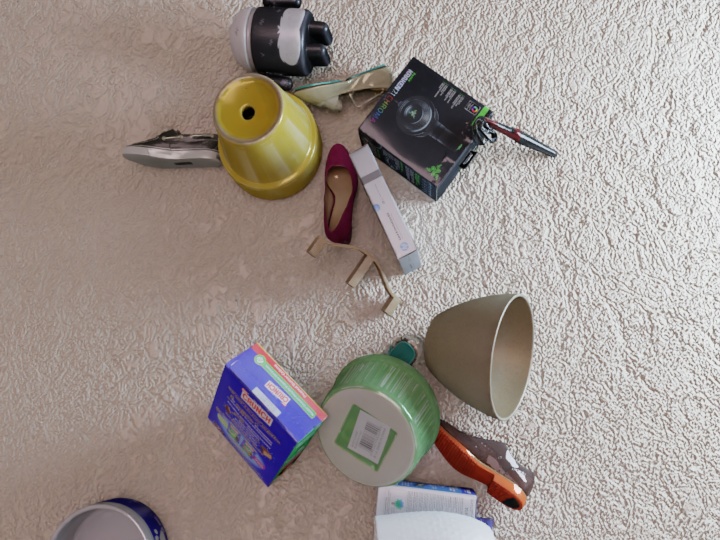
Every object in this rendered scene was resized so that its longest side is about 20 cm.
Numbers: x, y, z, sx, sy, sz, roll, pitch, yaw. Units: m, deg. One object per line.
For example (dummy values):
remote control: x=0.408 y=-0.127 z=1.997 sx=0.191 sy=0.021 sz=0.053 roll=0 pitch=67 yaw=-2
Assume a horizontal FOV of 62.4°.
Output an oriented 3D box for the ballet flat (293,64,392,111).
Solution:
ballet flat: x=-0.029 y=-0.343 z=1.148 sx=0.196 sy=0.070 sz=0.071 roll=-16 pitch=78 yaw=-4

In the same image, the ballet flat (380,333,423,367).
ballet flat: x=0.044 y=0.182 z=1.039 sx=0.200 sy=0.071 sz=0.072 roll=-46 pitch=76 yaw=26

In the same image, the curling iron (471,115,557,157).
curling iron: x=0.277 y=-0.233 z=1.069 sx=0.197 sy=0.025 sz=0.051 roll=9 pitch=95 yaw=-28

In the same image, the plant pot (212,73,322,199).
plant pot: x=-0.180 y=-0.254 z=1.089 sx=0.196 sy=0.189 sz=0.205 roll=-1 pitch=80 yaw=7

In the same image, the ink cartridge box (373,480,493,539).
ink cartridge box: x=0.121 y=0.429 z=0.985 sx=0.196 sy=0.076 sz=0.140 roll=5 pitch=81 yaw=8

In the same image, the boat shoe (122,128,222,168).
boat shoe: x=-0.367 y=-0.241 z=1.172 sx=0.195 sy=0.071 sz=0.065 roll=2 pitch=80 yaw=-1

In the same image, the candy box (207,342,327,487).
candy box: x=-0.162 y=0.243 z=0.990 sx=0.169 sy=0.201 sz=0.077 roll=44 pitch=50 yaw=12

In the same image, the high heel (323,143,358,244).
high heel: x=-0.041 y=-0.150 z=1.099 sx=0.066 sy=0.096 sz=0.204 roll=-9 pitch=78 yaw=9

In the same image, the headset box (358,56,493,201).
headset box: x=0.125 y=-0.255 z=1.103 sx=0.199 sy=0.093 sz=0.175 roll=38 pitch=86 yaw=11

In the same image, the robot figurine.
robot figurine: x=-0.155 y=-0.444 z=1.157 sx=0.196 sy=0.126 sz=0.152 roll=6 pitch=50 yaw=7

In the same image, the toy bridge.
toy bridge: x=0.000 y=0.000 z=1.064 sx=0.199 sy=0.027 sz=0.068 roll=38 pitch=85 yaw=-15

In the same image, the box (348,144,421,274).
box: x=0.047 y=-0.102 z=1.052 sx=0.041 sy=0.156 sz=0.203 roll=-26 pitch=78 yaw=3

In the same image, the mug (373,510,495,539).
mug: x=0.113 y=0.457 z=0.884 sx=0.171 sy=0.148 sz=0.204 roll=-5 pitch=110 yaw=-2

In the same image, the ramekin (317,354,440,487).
ramekin: x=0.024 y=0.250 z=0.975 sx=0.196 sy=0.098 sz=0.204 roll=6 pitch=107 yaw=21

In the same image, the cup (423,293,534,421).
cup: x=0.190 y=0.133 z=0.991 sx=0.141 sy=0.199 sz=0.204 roll=6 pitch=79 yaw=35

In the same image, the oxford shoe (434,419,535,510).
oxford shoe: x=0.204 y=0.314 z=1.013 sx=0.199 sy=0.072 sz=0.072 roll=38 pitch=57 yaw=14

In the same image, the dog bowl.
dog bowl: x=-0.439 y=0.507 z=1.034 sx=0.196 sy=0.079 sz=0.205 roll=-1 pitch=79 yaw=7
